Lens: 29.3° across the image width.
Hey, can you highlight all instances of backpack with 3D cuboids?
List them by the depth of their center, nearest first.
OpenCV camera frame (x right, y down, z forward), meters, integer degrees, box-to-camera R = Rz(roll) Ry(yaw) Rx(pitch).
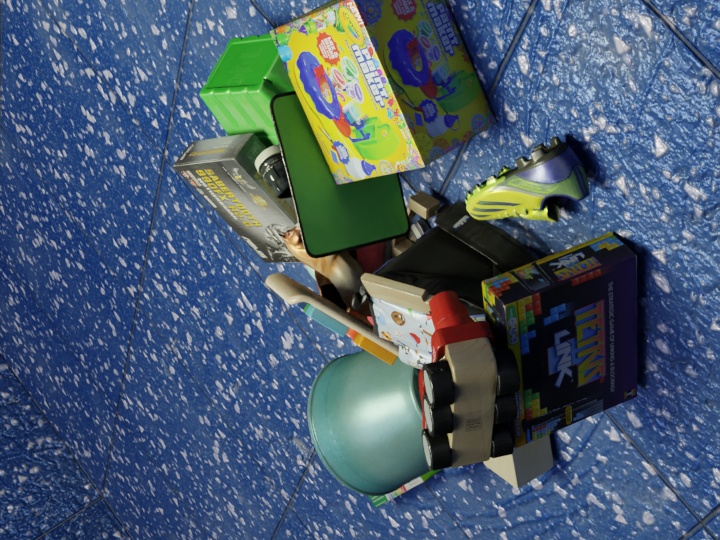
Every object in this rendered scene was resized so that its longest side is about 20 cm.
[{"bbox_3d":[0.122,0.038,1.620,0.189,0.200,0.155,12,135,43],"label":"backpack"}]

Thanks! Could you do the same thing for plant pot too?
[{"bbox_3d":[0.061,0.183,1.851,0.187,0.199,0.201,-29,92,47],"label":"plant pot"}]

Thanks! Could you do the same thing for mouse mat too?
[{"bbox_3d":[-0.022,-0.125,1.669,0.008,0.160,0.203,-12,92,57],"label":"mouse mat"}]

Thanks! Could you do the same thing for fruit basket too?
[{"bbox_3d":[-0.086,-0.201,1.781,0.214,0.157,0.216,26,166,7],"label":"fruit basket"}]

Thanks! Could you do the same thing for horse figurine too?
[{"bbox_3d":[0.000,0.000,1.743,0.200,0.050,0.132,45,126,-14],"label":"horse figurine"}]

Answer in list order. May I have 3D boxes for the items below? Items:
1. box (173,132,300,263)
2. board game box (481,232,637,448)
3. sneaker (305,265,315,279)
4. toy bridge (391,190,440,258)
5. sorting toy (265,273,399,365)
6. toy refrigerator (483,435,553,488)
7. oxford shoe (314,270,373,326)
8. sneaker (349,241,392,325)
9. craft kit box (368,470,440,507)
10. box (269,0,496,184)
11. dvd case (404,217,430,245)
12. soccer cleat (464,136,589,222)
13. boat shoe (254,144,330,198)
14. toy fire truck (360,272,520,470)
[{"bbox_3d":[-0.133,-0.091,1.822,0.158,0.049,0.200,2,141,53],"label":"box"},{"bbox_3d":[0.221,0.078,1.504,0.057,0.164,0.202,-129,24,-51],"label":"board game box"},{"bbox_3d":[-0.065,-0.082,1.915,0.200,0.078,0.140,46,148,4],"label":"sneaker"},{"bbox_3d":[0.069,-0.017,1.771,0.067,0.027,0.202,35,141,35],"label":"toy bridge"},{"bbox_3d":[-0.021,0.067,1.759,0.198,0.037,0.185,26,-179,-16],"label":"sorting toy"},{"bbox_3d":[0.190,0.168,1.747,0.076,0.069,0.202,31,140,51],"label":"toy refrigerator"},{"bbox_3d":[-0.023,0.048,1.911,0.070,0.072,0.201,-10,144,16],"label":"oxford shoe"},{"bbox_3d":[0.004,0.003,1.832,0.074,0.086,0.202,33,141,41],"label":"sneaker"},{"bbox_3d":[0.019,0.255,2.121,0.199,0.048,0.200,58,151,8],"label":"craft kit box"},{"bbox_3d":[0.024,-0.224,1.587,0.192,0.121,0.202,-6,111,58],"label":"box"},{"bbox_3d":[0.076,0.026,1.845,0.150,0.016,0.200,59,151,2],"label":"dvd case"},{"bbox_3d":[0.182,-0.081,1.531,0.084,0.064,0.200,57,151,-2],"label":"soccer cleat"},{"bbox_3d":[-0.037,-0.112,1.707,0.075,0.198,0.067,-45,56,34],"label":"boat shoe"},{"bbox_3d":[0.083,0.095,1.504,0.177,0.127,0.201,87,170,-49],"label":"toy fire truck"}]
